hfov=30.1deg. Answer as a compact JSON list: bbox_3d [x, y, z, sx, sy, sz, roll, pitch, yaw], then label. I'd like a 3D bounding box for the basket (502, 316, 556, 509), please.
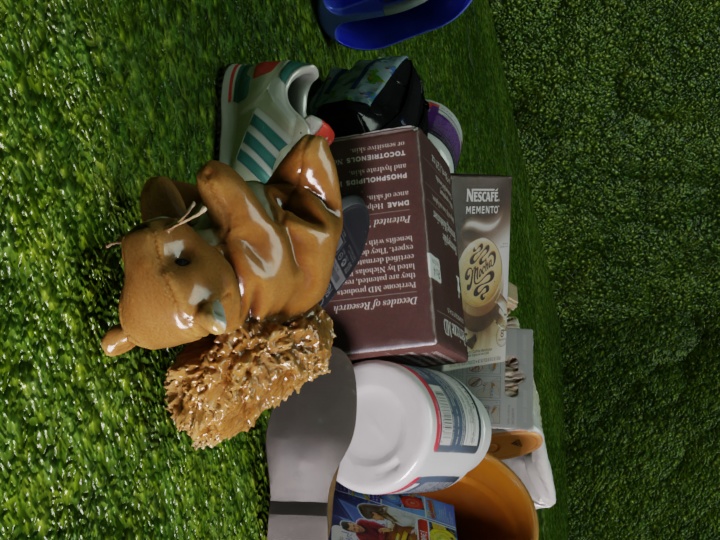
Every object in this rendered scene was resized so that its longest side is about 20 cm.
[{"bbox_3d":[0.119,0.177,1.581,0.199,0.199,0.161,69,16,-45],"label":"basket"}]

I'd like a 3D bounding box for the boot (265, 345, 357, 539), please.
[{"bbox_3d":[-0.046,0.161,1.156,0.075,0.073,0.201,-50,149,-88],"label":"boot"}]

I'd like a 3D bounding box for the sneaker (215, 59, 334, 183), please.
[{"bbox_3d":[-0.071,-0.095,1.158,0.070,0.093,0.200,52,33,-64],"label":"sneaker"}]

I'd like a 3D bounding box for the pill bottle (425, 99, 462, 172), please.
[{"bbox_3d":[0.070,-0.143,1.742,0.200,0.111,0.112,-70,149,-64],"label":"pill bottle"}]

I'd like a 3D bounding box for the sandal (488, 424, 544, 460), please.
[{"bbox_3d":[0.100,0.213,1.458,0.079,0.206,0.059,58,23,-46],"label":"sandal"}]

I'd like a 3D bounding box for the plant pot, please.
[{"bbox_3d":[0.076,0.309,1.386,0.184,0.199,0.201,91,3,-47],"label":"plant pot"}]

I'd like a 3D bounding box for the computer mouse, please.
[{"bbox_3d":[-0.066,0.010,1.109,0.200,0.053,0.139,-53,149,-23],"label":"computer mouse"}]

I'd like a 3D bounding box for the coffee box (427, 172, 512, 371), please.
[{"bbox_3d":[0.094,-0.002,1.405,0.113,0.080,0.201,-5,98,-48],"label":"coffee box"}]

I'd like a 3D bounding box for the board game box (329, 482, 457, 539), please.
[{"bbox_3d":[0.024,0.264,1.204,0.200,0.135,0.035,-89,-159,-64],"label":"board game box"}]

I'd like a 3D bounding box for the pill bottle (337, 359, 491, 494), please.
[{"bbox_3d":[0.049,0.151,1.267,0.200,0.119,0.120,19,64,-64],"label":"pill bottle"}]

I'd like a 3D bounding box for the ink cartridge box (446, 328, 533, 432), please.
[{"bbox_3d":[0.089,0.129,1.473,0.162,0.199,0.050,-82,172,-49],"label":"ink cartridge box"}]

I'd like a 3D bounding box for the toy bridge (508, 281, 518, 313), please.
[{"bbox_3d":[0.097,-0.002,1.518,0.200,0.027,0.067,32,33,-21],"label":"toy bridge"}]

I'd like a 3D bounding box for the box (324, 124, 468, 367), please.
[{"bbox_3d":[0.001,-0.011,1.257,0.166,0.164,0.201,33,51,-73],"label":"box"}]

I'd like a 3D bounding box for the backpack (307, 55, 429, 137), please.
[{"bbox_3d":[0.011,-0.158,1.481,0.200,0.153,0.163,-54,135,-40],"label":"backpack"}]

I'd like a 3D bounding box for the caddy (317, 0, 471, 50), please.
[{"bbox_3d":[0.041,-0.340,1.575,0.142,0.199,0.105,68,3,-50],"label":"caddy"}]

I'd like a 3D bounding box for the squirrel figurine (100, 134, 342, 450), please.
[{"bbox_3d":[-0.092,0.024,0.923,0.187,0.141,0.201,-49,128,-64],"label":"squirrel figurine"}]
